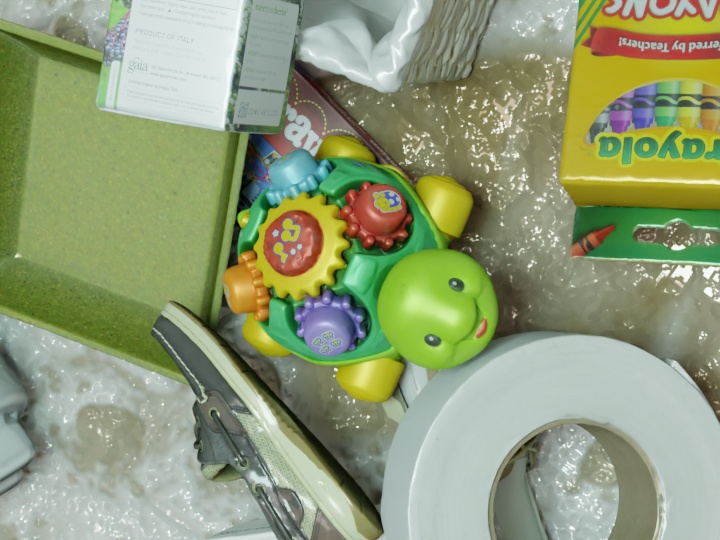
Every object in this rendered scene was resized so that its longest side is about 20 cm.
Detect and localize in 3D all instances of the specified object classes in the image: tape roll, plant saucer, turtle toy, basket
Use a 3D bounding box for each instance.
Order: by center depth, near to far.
[{"bbox_3d":[0.116,0.135,1.043,0.201,0.071,0.204,0,89,-12],"label":"tape roll"},{"bbox_3d":[-0.011,-0.227,1.061,0.199,0.161,0.199,23,102,16],"label":"basket"},{"bbox_3d":[0.000,0.000,1.062,0.199,0.101,0.147,24,91,31],"label":"turtle toy"},{"bbox_3d":[-0.163,-0.050,1.172,0.199,0.048,0.201,19,114,17],"label":"plant saucer"}]

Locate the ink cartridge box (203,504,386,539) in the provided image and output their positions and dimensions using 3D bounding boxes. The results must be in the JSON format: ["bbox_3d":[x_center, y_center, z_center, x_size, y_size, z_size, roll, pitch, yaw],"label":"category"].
[{"bbox_3d":[-0.010,0.254,1.138,0.144,0.084,0.201,-10,91,20],"label":"ink cartridge box"}]

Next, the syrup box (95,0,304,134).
[{"bbox_3d":[-0.075,-0.178,0.961,0.081,0.079,0.201,11,97,20],"label":"syrup box"}]

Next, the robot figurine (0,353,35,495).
[{"bbox_3d":[-0.304,0.070,1.214,0.200,0.113,0.170,52,142,8],"label":"robot figurine"}]

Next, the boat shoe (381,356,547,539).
[{"bbox_3d":[0.072,0.108,1.103,0.068,0.075,0.201,-32,82,25],"label":"boat shoe"}]

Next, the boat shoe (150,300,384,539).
[{"bbox_3d":[-0.070,0.103,1.088,0.066,0.072,0.201,-44,69,-1],"label":"boat shoe"}]

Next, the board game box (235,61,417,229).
[{"bbox_3d":[-0.044,-0.065,1.161,0.200,0.019,0.103,45,106,11],"label":"board game box"}]

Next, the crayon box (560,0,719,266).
[{"bbox_3d":[0.185,-0.105,1.018,0.126,0.051,0.201,2,75,20],"label":"crayon box"}]
